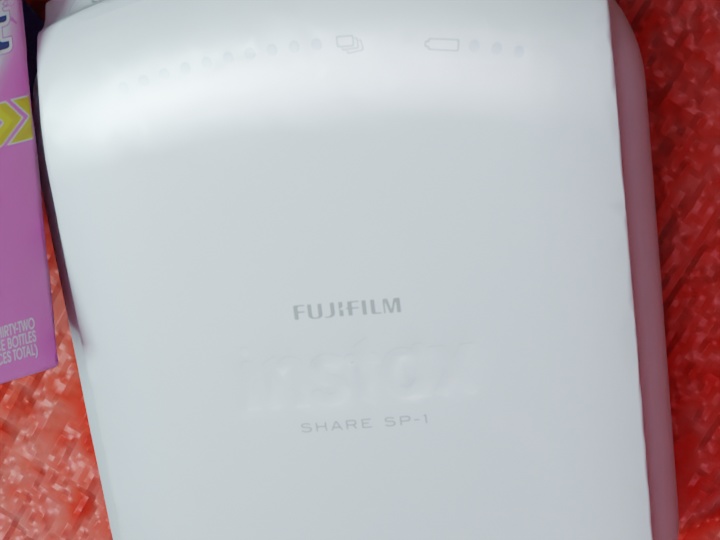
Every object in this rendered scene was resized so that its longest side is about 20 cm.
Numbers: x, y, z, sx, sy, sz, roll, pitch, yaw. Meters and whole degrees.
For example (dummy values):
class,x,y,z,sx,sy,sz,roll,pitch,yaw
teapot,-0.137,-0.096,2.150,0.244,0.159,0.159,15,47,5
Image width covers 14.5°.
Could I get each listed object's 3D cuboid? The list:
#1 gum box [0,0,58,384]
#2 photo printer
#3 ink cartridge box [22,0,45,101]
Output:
class,x,y,z,sx,sy,sz,roll,pitch,yaw
gum box,-0.168,-0.039,0.790,0.200,0.066,0.114,16,116,50
photo printer,0.000,0.000,0.779,0.166,0.070,0.200,-4,121,5
ink cartridge box,-0.054,-0.128,0.796,0.200,0.043,0.196,-41,95,21
